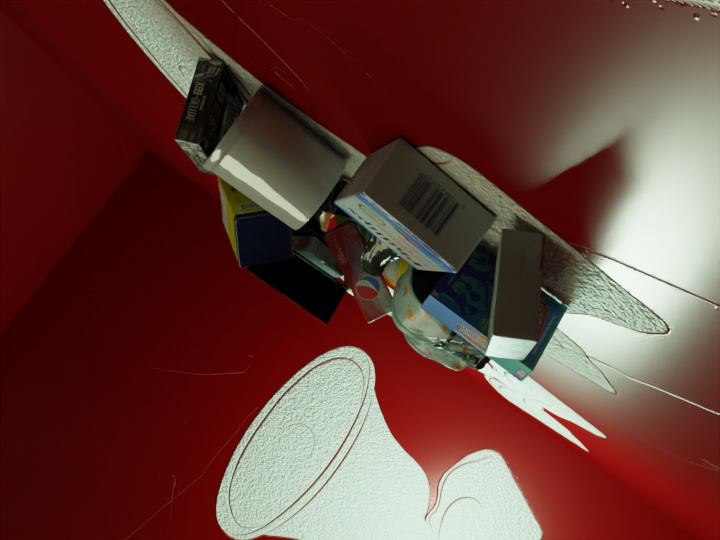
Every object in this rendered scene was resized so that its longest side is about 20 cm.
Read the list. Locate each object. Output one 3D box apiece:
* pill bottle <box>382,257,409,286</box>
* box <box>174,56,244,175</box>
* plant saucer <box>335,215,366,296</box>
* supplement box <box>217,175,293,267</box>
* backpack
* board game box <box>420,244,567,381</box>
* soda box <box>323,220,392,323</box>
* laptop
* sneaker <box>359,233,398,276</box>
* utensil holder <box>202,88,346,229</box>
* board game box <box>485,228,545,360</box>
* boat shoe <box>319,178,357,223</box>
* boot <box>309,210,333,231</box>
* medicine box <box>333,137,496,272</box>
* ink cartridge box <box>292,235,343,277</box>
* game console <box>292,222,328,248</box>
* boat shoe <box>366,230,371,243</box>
[{"bbox_3d":[0.112,-0.006,1.575,0.109,0.109,0.200,41,173,-31],"label":"pill bottle"},{"bbox_3d":[-0.277,-0.279,1.493,0.050,0.158,0.200,14,170,4],"label":"box"},{"bbox_3d":[0.000,-0.041,1.768,0.048,0.201,0.200,-10,167,12],"label":"plant saucer"},{"bbox_3d":[-0.208,-0.109,1.588,0.200,0.109,0.109,-121,26,-53],"label":"supplement box"},{"bbox_3d":[0.150,0.064,1.396,0.200,0.176,0.153,31,137,-14],"label":"backpack"},{"bbox_3d":[0.218,0.060,1.302,0.200,0.152,0.045,36,143,4],"label":"board game box"},{"bbox_3d":[0.000,0.000,1.625,0.201,0.070,0.063,63,-175,-9],"label":"soda box"},{"bbox_3d":[-0.136,0.033,1.641,0.187,0.116,0.200,35,158,-3],"label":"laptop"},{"bbox_3d":[0.056,-0.048,1.496,0.090,0.076,0.200,27,144,9],"label":"sneaker"},{"bbox_3d":[-0.149,-0.191,1.419,0.200,0.170,0.170,37,174,-13],"label":"utensil holder"},{"bbox_3d":[0.220,0.041,1.151,0.064,0.148,0.200,7,168,7],"label":"board game box"},{"bbox_3d":[-0.035,-0.138,1.571,0.199,0.075,0.062,26,-178,28],"label":"boat shoe"},{"bbox_3d":[-0.091,-0.156,1.767,0.075,0.107,0.200,26,143,12],"label":"boot"},{"bbox_3d":[0.075,-0.091,1.209,0.182,0.103,0.200,38,173,-10],"label":"medicine box"},{"bbox_3d":[-0.140,-0.031,1.744,0.199,0.042,0.119,0,150,41],"label":"ink cartridge box"},{"bbox_3d":[-0.142,-0.123,1.739,0.170,0.119,0.200,30,159,-24],"label":"game console"},{"bbox_3d":[0.078,-0.045,1.730,0.071,0.070,0.201,12,161,31],"label":"boat shoe"}]
